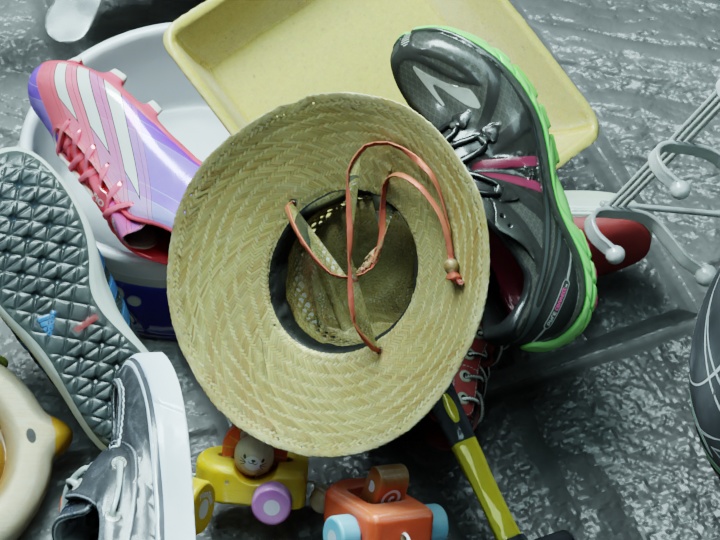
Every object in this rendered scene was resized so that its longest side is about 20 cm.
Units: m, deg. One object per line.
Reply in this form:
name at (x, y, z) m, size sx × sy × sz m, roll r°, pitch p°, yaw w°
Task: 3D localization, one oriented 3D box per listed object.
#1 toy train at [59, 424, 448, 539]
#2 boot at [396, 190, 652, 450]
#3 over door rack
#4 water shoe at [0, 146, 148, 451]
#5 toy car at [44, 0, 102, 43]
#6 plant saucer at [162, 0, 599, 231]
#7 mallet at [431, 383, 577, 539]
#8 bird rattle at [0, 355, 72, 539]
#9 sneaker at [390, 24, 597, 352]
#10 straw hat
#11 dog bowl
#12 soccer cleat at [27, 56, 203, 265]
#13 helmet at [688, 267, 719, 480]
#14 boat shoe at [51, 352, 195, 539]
toy train at (-0.059, 0.117, 1.219) m, size 0.199 × 0.056 × 0.150 m, roll -2°, pitch 15°, yaw -27°
boot at (0.086, 0.035, 1.332) m, size 0.199 × 0.073 × 0.145 m, roll -14°, pitch 52°, yaw 2°
over door rack at (0.246, -0.058, 1.309) m, size 0.199 × 0.148 × 0.067 m, roll -8°, pitch 62°, yaw -39°
water shoe at (-0.171, 0.026, 1.305) m, size 0.071 × 0.079 × 0.201 m, roll -27°, pitch 81°, yaw -10°
toy car at (-0.152, -0.218, 1.485) m, size 0.164 × 0.158 × 0.200 m, roll 30°, pitch 58°, yaw 34°
plant saucer at (0.010, -0.103, 1.343) m, size 0.200 × 0.048 × 0.200 m, roll -36°, pitch 87°, yaw -23°
mallet at (0.070, 0.100, 1.260) m, size 0.065 × 0.041 × 0.201 m, roll -14°, pitch 73°, yaw -15°
bird rattle at (-0.257, 0.099, 1.277) m, size 0.163 × 0.113 × 0.200 m, roll 33°, pitch 61°, yaw 6°
sneaker at (0.067, -0.048, 1.270) m, size 0.084 × 0.077 × 0.201 m, roll -16°, pitch 77°, yaw -43°
straw hat at (0.000, 0.000, 1.231) m, size 0.200 × 0.202 × 0.085 m, roll 28°, pitch 16°, yaw 23°
dog bowl at (-0.109, -0.058, 1.405) m, size 0.199 × 0.079 × 0.201 m, roll -1°, pitch 51°, yaw 1°
soccer cleat at (-0.135, -0.055, 1.315) m, size 0.200 × 0.067 × 0.076 m, roll 36°, pitch 65°, yaw 24°
helmet at (0.273, 0.053, 1.233) m, size 0.190 × 0.200 × 0.201 m, roll -19°, pitch 51°, yaw 8°
boat shoe at (-0.120, 0.122, 1.122) m, size 0.067 × 0.072 × 0.201 m, roll 1°, pitch 50°, yaw -11°
